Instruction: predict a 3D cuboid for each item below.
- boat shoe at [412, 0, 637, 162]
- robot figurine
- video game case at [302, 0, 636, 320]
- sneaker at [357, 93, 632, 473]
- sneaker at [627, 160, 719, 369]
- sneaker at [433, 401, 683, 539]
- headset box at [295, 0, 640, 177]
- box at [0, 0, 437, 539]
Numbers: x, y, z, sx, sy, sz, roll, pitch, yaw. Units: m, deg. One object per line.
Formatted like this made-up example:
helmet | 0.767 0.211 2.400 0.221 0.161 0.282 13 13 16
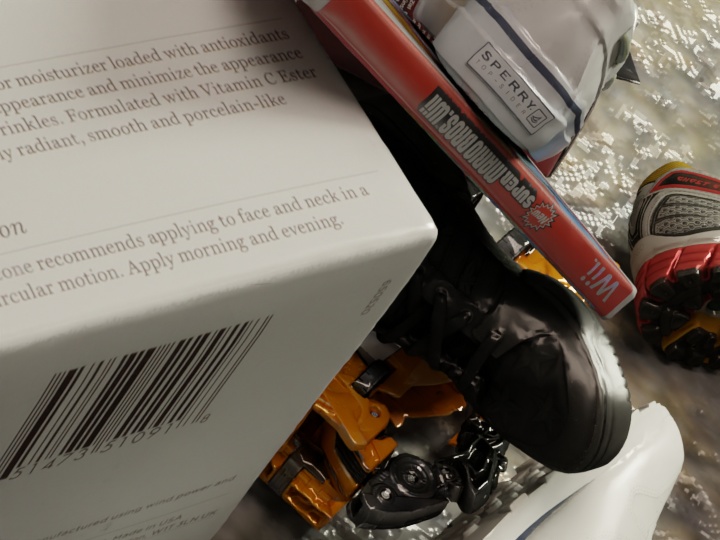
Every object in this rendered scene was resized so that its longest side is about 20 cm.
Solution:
boat shoe | 0.066 -0.080 0.992 0.074 0.067 0.200 49 5 -9
robot figurine | 0.009 0.022 1.078 0.145 0.058 0.200 42 43 8
video game case | 0.010 -0.076 0.965 0.200 0.017 0.143 43 8 -46
sneaker | 0.001 -0.002 1.009 0.104 0.060 0.200 -11 55 -42
sneaker | 0.202 -0.004 1.206 0.199 0.078 0.082 11 47 -24
sneaker | 0.063 0.120 1.028 0.081 0.076 0.200 50 48 -2
headset box | 0.021 -0.122 1.160 0.199 0.075 0.149 27 17 -8
box | -0.119 0.013 0.905 0.198 0.200 0.131 -15 63 -39
